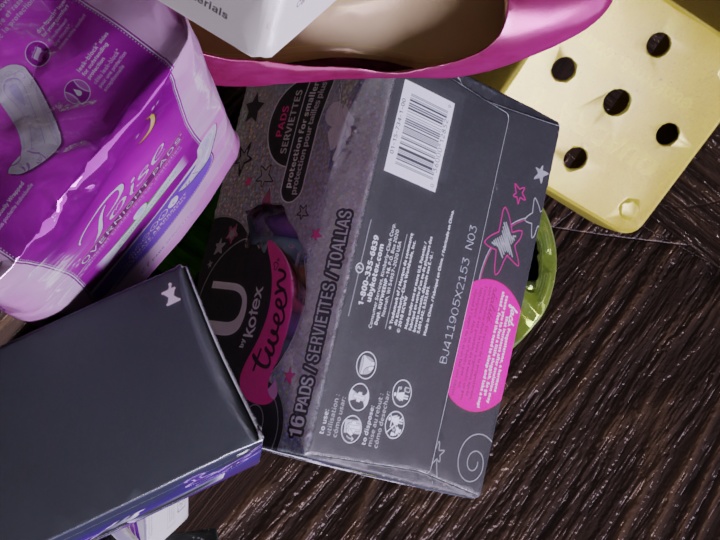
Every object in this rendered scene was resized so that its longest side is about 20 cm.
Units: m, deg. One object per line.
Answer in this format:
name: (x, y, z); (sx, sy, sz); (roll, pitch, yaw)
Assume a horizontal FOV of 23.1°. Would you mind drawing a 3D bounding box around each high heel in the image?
high heel: (0.014, -0.106, 0.747); (0.096, 0.199, 0.068); (-98, 180, -76)

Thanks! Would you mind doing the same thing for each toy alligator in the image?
toy alligator: (-0.114, 0.012, 1.032); (0.200, 0.059, 0.054); (-55, 174, 22)

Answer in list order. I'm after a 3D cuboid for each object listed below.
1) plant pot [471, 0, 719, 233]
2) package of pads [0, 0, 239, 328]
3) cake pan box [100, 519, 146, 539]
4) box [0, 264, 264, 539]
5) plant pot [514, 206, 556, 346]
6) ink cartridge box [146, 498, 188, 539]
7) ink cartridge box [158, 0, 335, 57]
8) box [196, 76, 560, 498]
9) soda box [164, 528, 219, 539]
plant pot: (0.136, -0.140, 1.123); (0.200, 0.199, 0.177); (-55, -154, 15)
package of pads: (-0.109, -0.042, 0.657); (0.121, 0.076, 0.200); (-54, 175, -6)
cake pan box: (-0.177, 0.192, 0.781); (0.199, 0.052, 0.185); (-29, -143, 15)
box: (-0.143, 0.082, 0.699); (0.199, 0.079, 0.141); (-25, 170, -7)
plant pot: (0.029, -0.007, 1.108); (0.200, 0.200, 0.190); (-52, -165, -13)
ink cartridge box: (-0.185, 0.148, 1.001); (0.200, 0.108, 0.051); (-40, 133, -67)
ink cartridge box: (-0.003, -0.183, 0.487); (0.145, 0.084, 0.200); (-48, 165, -42)
box: (0.000, 0.000, 0.894); (0.132, 0.114, 0.201); (20, 80, -43)
soda box: (-0.181, 0.206, 1.055); (0.199, 0.071, 0.063); (-4, 153, -19)
